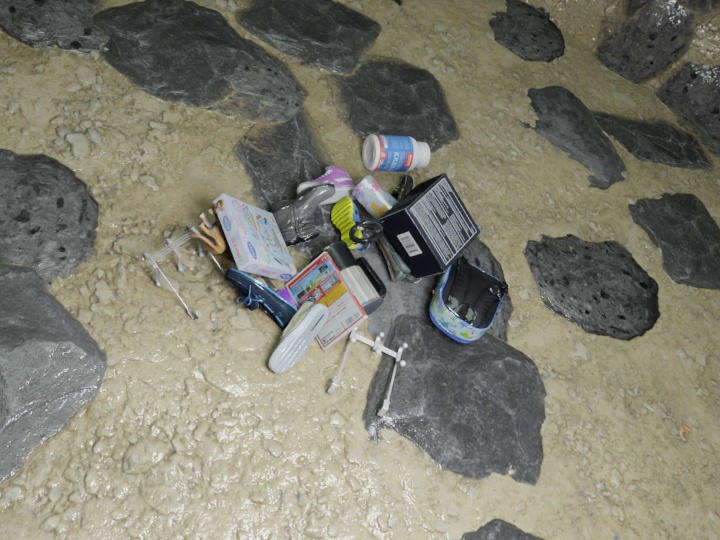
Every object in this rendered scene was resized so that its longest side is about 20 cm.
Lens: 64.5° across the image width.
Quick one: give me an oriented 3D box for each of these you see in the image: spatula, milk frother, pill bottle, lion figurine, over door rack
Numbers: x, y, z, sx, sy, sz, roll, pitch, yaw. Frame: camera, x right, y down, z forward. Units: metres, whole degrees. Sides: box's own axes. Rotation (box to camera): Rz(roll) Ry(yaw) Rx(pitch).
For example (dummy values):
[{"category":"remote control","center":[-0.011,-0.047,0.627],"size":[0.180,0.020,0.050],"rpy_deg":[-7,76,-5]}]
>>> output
[{"category":"spatula","center":[-0.231,0.028,1.446],"size":[0.056,0.021,0.200],"rpy_deg":[-25,69,-29]},{"category":"milk frother","center":[0.000,0.000,1.450],"size":[0.180,0.200,0.188],"rpy_deg":[-22,68,-33]},{"category":"pill bottle","center":[0.116,-0.370,1.808],"size":[0.199,0.112,0.112],"rpy_deg":[-4,59,-24]},{"category":"lion figurine","center":[-0.348,-0.083,1.393],"size":[0.123,0.072,0.200],"rpy_deg":[54,21,-21]},{"category":"over door rack","center":[0.026,0.230,1.381],"size":[0.147,0.067,0.200],"rpy_deg":[26,51,-4]},{"category":"over door rack","center":[-0.405,0.008,1.365],"size":[0.200,0.067,0.148],"rpy_deg":[50,52,-3]}]

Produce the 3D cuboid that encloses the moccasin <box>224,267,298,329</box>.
[{"category":"moccasin","center":[-0.242,0.069,1.359],"size":[0.200,0.080,0.068],"rpy_deg":[35,77,-13]}]

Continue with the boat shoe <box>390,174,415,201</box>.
[{"category":"boat shoe","center":[0.121,-0.219,1.733],"size":[0.060,0.072,0.202],"rpy_deg":[20,54,-14]}]

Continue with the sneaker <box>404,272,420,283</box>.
[{"category":"sneaker","center":[0.172,-0.052,1.633],"size":[0.074,0.085,0.200],"rpy_deg":[27,51,-3]}]

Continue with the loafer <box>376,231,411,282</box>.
[{"category":"loafer","center":[0.077,-0.053,1.607],"size":[0.072,0.063,0.200],"rpy_deg":[23,30,-41]}]

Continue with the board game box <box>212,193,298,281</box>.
[{"category":"board game box","center":[-0.258,-0.077,1.422],"size":[0.199,0.041,0.200],"rpy_deg":[20,40,-60]}]

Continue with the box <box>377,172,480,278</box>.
[{"category":"box","center":[0.188,-0.118,1.534],"size":[0.198,0.123,0.200],"rpy_deg":[-42,105,-34]}]

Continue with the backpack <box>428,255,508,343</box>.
[{"category":"backpack","center":[0.275,0.093,1.537],"size":[0.183,0.147,0.200],"rpy_deg":[32,47,-1]}]

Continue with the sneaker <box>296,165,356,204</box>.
[{"category":"sneaker","center":[-0.109,-0.255,1.666],"size":[0.200,0.073,0.114],"rpy_deg":[-3,55,-37]}]

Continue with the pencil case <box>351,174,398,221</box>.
[{"category":"pencil case","center":[0.067,-0.183,1.625],"size":[0.200,0.083,0.091],"rpy_deg":[43,32,3]}]

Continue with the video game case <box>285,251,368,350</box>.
[{"category":"video game case","center":[-0.086,0.075,1.410],"size":[0.200,0.143,0.017],"rpy_deg":[57,19,18]}]

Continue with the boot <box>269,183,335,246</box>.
[{"category":"boot","center":[-0.139,-0.146,1.559],"size":[0.200,0.070,0.132],"rpy_deg":[-27,70,-4]}]

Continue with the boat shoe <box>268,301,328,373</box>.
[{"category":"boat shoe","center":[-0.155,0.157,1.362],"size":[0.062,0.072,0.200],"rpy_deg":[18,57,40]}]

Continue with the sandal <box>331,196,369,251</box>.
[{"category":"sandal","center":[-0.025,-0.124,1.616],"size":[0.087,0.079,0.200],"rpy_deg":[37,30,-46]}]
